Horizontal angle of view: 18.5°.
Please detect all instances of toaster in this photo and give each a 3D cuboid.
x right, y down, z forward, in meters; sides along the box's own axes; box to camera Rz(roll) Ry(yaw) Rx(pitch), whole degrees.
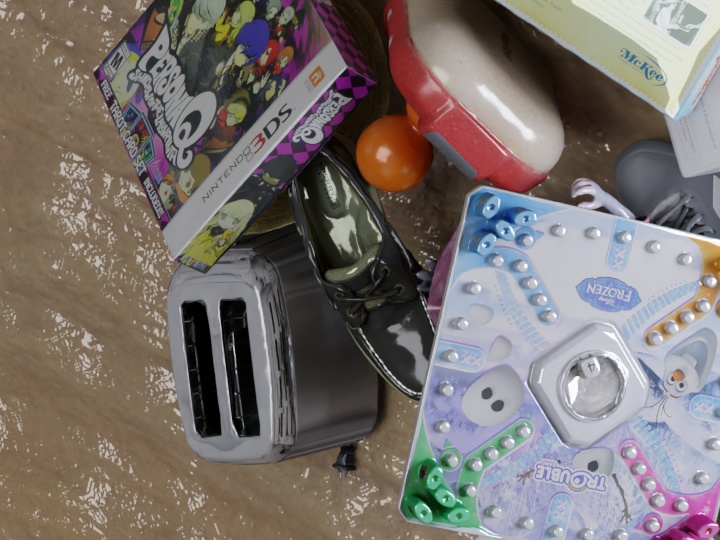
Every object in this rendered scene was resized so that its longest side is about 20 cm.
[{"bbox_3d":[-0.063,0.061,1.591,0.113,0.129,0.202,-2,96,36],"label":"toaster"}]

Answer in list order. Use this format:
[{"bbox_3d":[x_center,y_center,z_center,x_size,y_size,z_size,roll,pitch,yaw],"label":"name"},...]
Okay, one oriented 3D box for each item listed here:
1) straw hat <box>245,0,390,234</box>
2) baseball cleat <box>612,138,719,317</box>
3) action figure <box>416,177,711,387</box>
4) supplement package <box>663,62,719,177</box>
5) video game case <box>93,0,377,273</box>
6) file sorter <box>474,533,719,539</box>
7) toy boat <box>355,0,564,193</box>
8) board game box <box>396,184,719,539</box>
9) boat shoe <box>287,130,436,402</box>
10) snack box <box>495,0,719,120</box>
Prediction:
[{"bbox_3d":[-0.057,-0.109,1.581,0.199,0.085,0.203,-5,75,21],"label":"straw hat"},{"bbox_3d":[0.227,-0.007,1.391,0.070,0.106,0.200,-46,76,16],"label":"baseball cleat"},{"bbox_3d":[0.140,0.026,1.403,0.199,0.149,0.135,19,77,35],"label":"action figure"},{"bbox_3d":[0.285,-0.144,1.319,0.199,0.119,0.122,-18,86,36],"label":"supplement package"},{"bbox_3d":[-0.089,-0.129,1.487,0.181,0.036,0.201,-46,46,21],"label":"video game case"},{"bbox_3d":[0.167,0.199,1.453,0.139,0.124,0.200,52,121,18],"label":"file sorter"},{"bbox_3d":[0.049,-0.105,1.445,0.130,0.200,0.131,42,108,-17],"label":"toy boat"},{"bbox_3d":[0.138,0.068,1.302,0.026,0.198,0.202,-154,77,-75],"label":"board game box"},{"bbox_3d":[0.001,-0.001,1.468,0.071,0.066,0.202,-28,85,17],"label":"boat shoe"},{"bbox_3d":[0.137,-0.192,1.299,0.199,0.037,0.117,36,116,14],"label":"snack box"}]
